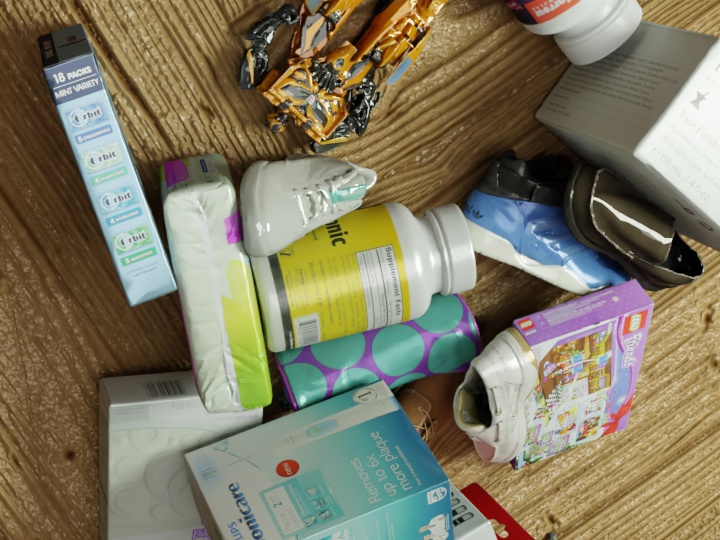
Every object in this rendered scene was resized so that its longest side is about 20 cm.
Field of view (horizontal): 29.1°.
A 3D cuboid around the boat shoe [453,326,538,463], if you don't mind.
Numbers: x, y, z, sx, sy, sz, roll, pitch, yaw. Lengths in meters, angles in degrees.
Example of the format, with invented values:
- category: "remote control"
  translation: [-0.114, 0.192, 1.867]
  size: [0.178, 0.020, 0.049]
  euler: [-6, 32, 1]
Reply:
- category: "boat shoe"
  translation: [0.119, 0.131, 1.343]
  size: [0.069, 0.071, 0.201]
  euler: [-25, 146, -19]

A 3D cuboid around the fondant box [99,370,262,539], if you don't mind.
- category: "fondant box"
  translation: [-0.168, 0.195, 1.294]
  size: [0.143, 0.058, 0.201]
  euler: [-4, 114, -20]

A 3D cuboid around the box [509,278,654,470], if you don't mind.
- category: "box"
  translation: [0.212, 0.107, 1.387]
  size: [0.136, 0.039, 0.201]
  euler: [-17, 139, -16]

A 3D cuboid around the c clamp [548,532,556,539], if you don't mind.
- category: "c clamp"
  translation: [0.112, 0.320, 1.427]
  size: [0.199, 0.172, 0.027]
  euler: [21, 138, -16]

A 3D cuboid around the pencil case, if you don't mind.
- category: "pencil case"
  translation: [0.017, 0.085, 1.330]
  size: [0.199, 0.085, 0.093]
  euler: [-22, 95, -13]

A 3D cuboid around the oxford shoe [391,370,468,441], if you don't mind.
- category: "oxford shoe"
  translation: [0.054, 0.150, 1.371]
  size: [0.200, 0.071, 0.072]
  euler: [-39, 112, -11]

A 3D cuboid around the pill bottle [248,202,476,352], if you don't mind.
- category: "pill bottle"
  translation: [0.000, 0.000, 1.272]
  size: [0.199, 0.111, 0.112]
  euler: [-13, 109, -9]

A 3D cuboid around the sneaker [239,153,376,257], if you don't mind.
- category: "sneaker"
  translation: [-0.041, -0.065, 1.199]
  size: [0.088, 0.200, 0.076]
  euler: [0, 108, 17]

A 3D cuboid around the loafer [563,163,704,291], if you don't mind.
- category: "loafer"
  translation: [0.264, -0.043, 1.317]
  size: [0.200, 0.071, 0.073]
  euler: [31, 68, -41]

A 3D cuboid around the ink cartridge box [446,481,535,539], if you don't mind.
- category: "ink cartridge box"
  translation: [0.062, 0.251, 1.329]
  size: [0.175, 0.200, 0.084]
  euler: [-28, 112, -11]

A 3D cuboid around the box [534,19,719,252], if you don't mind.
- category: "box"
  translation: [0.309, -0.126, 1.319]
  size: [0.199, 0.200, 0.131]
  euler: [35, 91, -25]

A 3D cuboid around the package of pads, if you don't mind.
- category: "package of pads"
  translation: [-0.130, 0.007, 1.215]
  size: [0.068, 0.155, 0.201]
  euler: [-10, 106, -7]

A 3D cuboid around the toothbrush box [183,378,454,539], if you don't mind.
- category: "toothbrush box"
  translation: [-0.037, 0.201, 1.228]
  size: [0.199, 0.147, 0.086]
  euler: [-20, 130, -13]

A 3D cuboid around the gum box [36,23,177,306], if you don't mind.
- category: "gum box"
  translation: [-0.210, -0.092, 1.146]
  size: [0.044, 0.170, 0.201]
  euler: [-20, 111, -7]

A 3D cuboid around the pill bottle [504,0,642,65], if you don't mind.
- category: "pill bottle"
  translation: [0.169, -0.288, 1.269]
  size: [0.111, 0.111, 0.200]
  euler: [-45, 115, -4]

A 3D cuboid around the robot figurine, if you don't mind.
- category: "robot figurine"
  translation: [-0.017, -0.203, 1.251]
  size: [0.145, 0.058, 0.200]
  euler: [39, 88, -24]

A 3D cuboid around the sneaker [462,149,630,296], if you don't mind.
- category: "sneaker"
  translation: [0.199, -0.049, 1.357]
  size: [0.199, 0.077, 0.112]
  euler: [22, 107, -18]
